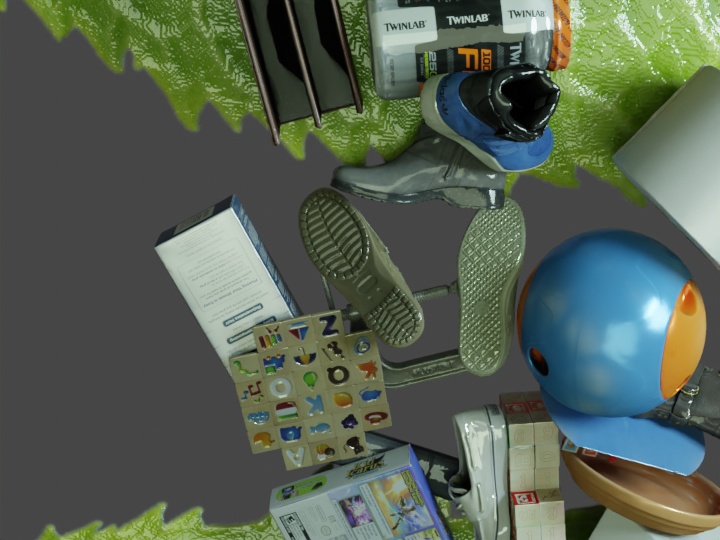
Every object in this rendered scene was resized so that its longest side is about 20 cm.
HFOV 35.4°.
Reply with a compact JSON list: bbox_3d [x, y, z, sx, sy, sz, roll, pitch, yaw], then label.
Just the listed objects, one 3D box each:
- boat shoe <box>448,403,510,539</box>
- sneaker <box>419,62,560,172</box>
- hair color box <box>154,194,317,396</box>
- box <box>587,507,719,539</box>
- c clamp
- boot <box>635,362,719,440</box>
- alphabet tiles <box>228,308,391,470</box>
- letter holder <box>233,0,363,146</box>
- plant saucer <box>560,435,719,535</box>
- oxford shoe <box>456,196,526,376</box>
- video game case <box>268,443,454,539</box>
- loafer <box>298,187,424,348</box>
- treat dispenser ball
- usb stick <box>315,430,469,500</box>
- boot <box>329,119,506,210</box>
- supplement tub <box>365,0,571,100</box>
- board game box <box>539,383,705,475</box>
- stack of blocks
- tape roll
[{"bbox_3d":[0.135,0.253,1.309,0.065,0.072,0.202,-6,112,-10],"label":"boat shoe"},{"bbox_3d":[0.160,-0.148,1.114,0.199,0.111,0.077,20,76,-45],"label":"sneaker"},{"bbox_3d":[-0.136,0.028,1.261,0.099,0.061,0.201,-26,107,7],"label":"hair color box"},{"bbox_3d":[0.341,0.353,1.306,0.199,0.106,0.153,7,114,-48],"label":"box"},{"bbox_3d":[0.059,0.056,1.294,0.198,0.027,0.172,-8,108,1],"label":"c clamp"},{"bbox_3d":[0.412,0.126,1.289,0.173,0.200,0.070,25,134,21],"label":"boot"},{"bbox_3d":[-0.055,0.138,1.273,0.165,0.006,0.201,-12,119,-2],"label":"alphabet tiles"},{"bbox_3d":[-0.066,-0.242,1.132,0.100,0.142,0.202,-14,108,3],"label":"letter holder"},{"bbox_3d":[0.317,0.242,1.271,0.199,0.200,0.038,18,101,-7],"label":"plant saucer"},{"bbox_3d":[0.145,0.018,1.254,0.075,0.058,0.202,4,82,19],"label":"oxford shoe"},{"bbox_3d":[0.012,0.321,1.351,0.180,0.046,0.201,-19,116,11],"label":"video game case"},{"bbox_3d":[0.000,0.000,1.242,0.076,0.067,0.201,-33,81,4],"label":"loafer"},{"bbox_3d":[0.268,0.056,1.209,0.199,0.201,0.203,-1,108,-2],"label":"treat dispenser ball"},{"bbox_3d":[0.036,0.226,1.346,0.198,0.033,0.056,19,107,-7],"label":"usb stick"},{"bbox_3d":[0.068,-0.139,1.218,0.198,0.070,0.133,3,99,-9],"label":"boot"},{"bbox_3d":[0.107,-0.243,1.148,0.198,0.123,0.124,-6,108,1],"label":"supplement tub"},{"bbox_3d":[0.290,0.172,1.280,0.198,0.159,0.039,16,125,-8],"label":"board game box"},{"bbox_3d":[0.200,0.256,1.318,0.058,0.115,0.202,-4,108,-1],"label":"stack of blocks"},{"bbox_3d":[0.379,-0.092,1.165,0.202,0.203,0.139,41,102,-14],"label":"tape roll"}]
